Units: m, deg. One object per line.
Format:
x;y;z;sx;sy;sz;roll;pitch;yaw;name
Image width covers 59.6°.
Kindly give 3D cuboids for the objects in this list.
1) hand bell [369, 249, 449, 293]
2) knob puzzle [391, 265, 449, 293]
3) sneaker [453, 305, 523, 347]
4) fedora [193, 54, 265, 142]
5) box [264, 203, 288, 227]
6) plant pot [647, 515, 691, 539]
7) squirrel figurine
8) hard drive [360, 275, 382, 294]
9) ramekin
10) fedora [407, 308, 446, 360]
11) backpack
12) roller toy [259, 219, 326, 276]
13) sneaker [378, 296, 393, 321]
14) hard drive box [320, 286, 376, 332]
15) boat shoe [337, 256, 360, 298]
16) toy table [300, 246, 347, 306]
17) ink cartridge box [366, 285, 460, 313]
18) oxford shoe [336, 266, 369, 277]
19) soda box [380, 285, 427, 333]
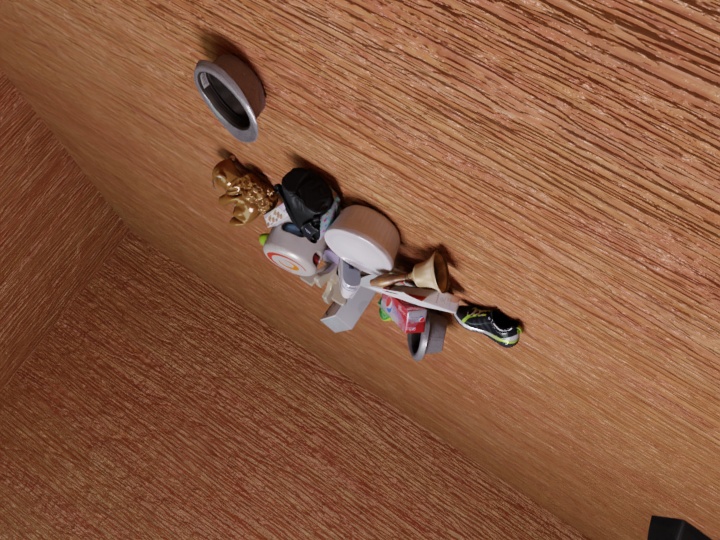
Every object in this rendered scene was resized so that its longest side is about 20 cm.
0.112;0.019;1.562;0.196;0.106;0.105;-10;139;28;hand bell
0.166;0.033;1.739;0.215;0.031;0.220;23;169;4;knob puzzle
0.335;0.123;1.643;0.197;0.072;0.084;25;136;28;sneaker
-0.274;-0.392;1.389;0.201;0.091;0.175;51;156;-23;fedora
-0.210;-0.172;1.799;0.198;0.041;0.040;-22;86;51;box
1.114;0.997;2.188;0.198;0.179;0.200;35;162;3;plant pot
-0.344;-0.247;1.864;0.196;0.143;0.189;2;134;36;squirrel figurine
0.009;-0.009;1.911;0.130;0.026;0.202;20;152;34;hard drive
0.011;-0.082;1.616;0.199;0.096;0.203;26;159;10;ramekin
0.205;0.181;1.879;0.088;0.182;0.200;7;-178;-7;fedora
-0.123;-0.163;1.629;0.167;0.126;0.201;46;166;19;backpack
-0.195;-0.081;1.940;0.199;0.142;0.180;36;160;-32;roller toy
0.097;0.114;2.024;0.085;0.073;0.200;60;168;-1;sneaker
-0.043;0.122;2.144;0.076;0.157;0.200;38;161;-10;hard drive box
-0.035;-0.014;1.737;0.072;0.203;0.066;17;135;-10;boat shoe
-0.095;0.022;2.035;0.181;0.118;0.201;26;160;32;toy table
0.137;0.056;1.639;0.197;0.051;0.161;23;172;-35;ink cartridge box
0.000;0.000;1.798;0.073;0.085;0.198;47;153;-23;oxford shoe
0.123;0.110;1.821;0.062;0.072;0.200;0;-162;-19;soda box
